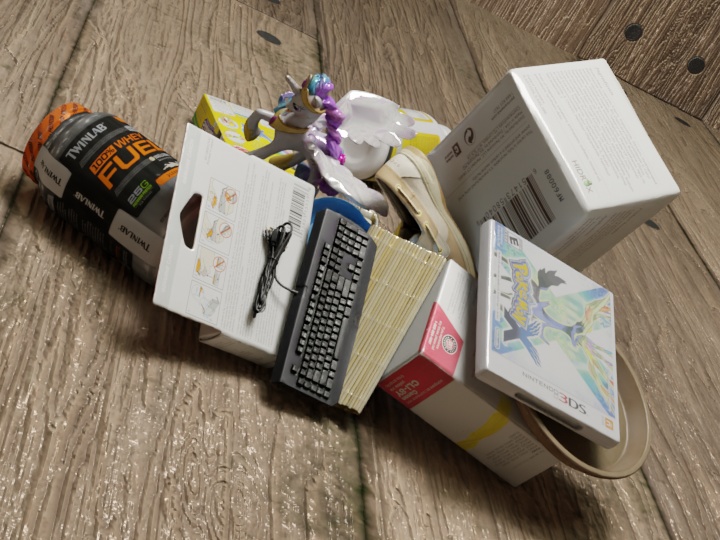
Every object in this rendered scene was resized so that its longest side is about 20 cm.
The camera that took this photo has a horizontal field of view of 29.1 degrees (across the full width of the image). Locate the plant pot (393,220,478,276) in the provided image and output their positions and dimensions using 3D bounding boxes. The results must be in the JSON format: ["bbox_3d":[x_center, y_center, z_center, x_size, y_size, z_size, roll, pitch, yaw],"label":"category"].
[{"bbox_3d":[0.170,-0.070,1.862,0.200,0.189,0.201,25,22,-11],"label":"plant pot"}]

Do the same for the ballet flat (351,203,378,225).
[{"bbox_3d":[-0.004,-0.042,1.747,0.073,0.073,0.200,27,22,-7],"label":"ballet flat"}]

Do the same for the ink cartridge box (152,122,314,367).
[{"bbox_3d":[-0.133,-0.023,1.396,0.173,0.043,0.201,25,62,-36],"label":"ink cartridge box"}]

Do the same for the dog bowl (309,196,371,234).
[{"bbox_3d":[0.000,0.000,1.616,0.200,0.112,0.050,37,1,17],"label":"dog bowl"}]

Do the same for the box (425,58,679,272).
[{"bbox_3d":[0.222,-0.112,1.640,0.171,0.199,0.201,-11,68,-38],"label":"box"}]

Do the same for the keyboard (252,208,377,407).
[{"bbox_3d":[-0.052,0.026,1.401,0.127,0.021,0.201,25,61,-22],"label":"keyboard"}]

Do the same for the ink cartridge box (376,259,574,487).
[{"bbox_3d":[0.130,0.110,1.465,0.200,0.083,0.145,37,42,-15],"label":"ink cartridge box"}]

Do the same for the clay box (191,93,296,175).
[{"bbox_3d":[-0.146,-0.154,1.835,0.115,0.048,0.200,17,27,-29],"label":"clay box"}]

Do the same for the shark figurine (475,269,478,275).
[{"bbox_3d":[0.228,0.022,1.747,0.214,0.090,0.128,40,-7,-21],"label":"shark figurine"}]

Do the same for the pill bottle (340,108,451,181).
[{"bbox_3d":[0.054,-0.186,2.065,0.200,0.112,0.112,1,36,-50],"label":"pill bottle"}]

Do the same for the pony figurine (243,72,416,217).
[{"bbox_3d":[-0.051,-0.148,1.676,0.193,0.200,0.167,30,52,-22],"label":"pony figurine"}]

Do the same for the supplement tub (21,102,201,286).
[{"bbox_3d":[-0.250,-0.083,1.457,0.200,0.123,0.122,35,23,13],"label":"supplement tub"}]

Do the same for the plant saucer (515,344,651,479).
[{"bbox_3d":[0.226,0.129,1.453,0.200,0.029,0.201,26,46,-29],"label":"plant saucer"}]

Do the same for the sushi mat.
[{"bbox_3d":[0.004,0.049,1.438,0.095,0.200,0.012,24,-24,17],"label":"sushi mat"}]

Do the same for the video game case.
[{"bbox_3d":[0.194,0.064,1.434,0.182,0.022,0.201,29,44,-25],"label":"video game case"}]

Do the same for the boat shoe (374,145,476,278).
[{"bbox_3d":[0.073,-0.046,1.637,0.201,0.069,0.074,64,-16,-19],"label":"boat shoe"}]
